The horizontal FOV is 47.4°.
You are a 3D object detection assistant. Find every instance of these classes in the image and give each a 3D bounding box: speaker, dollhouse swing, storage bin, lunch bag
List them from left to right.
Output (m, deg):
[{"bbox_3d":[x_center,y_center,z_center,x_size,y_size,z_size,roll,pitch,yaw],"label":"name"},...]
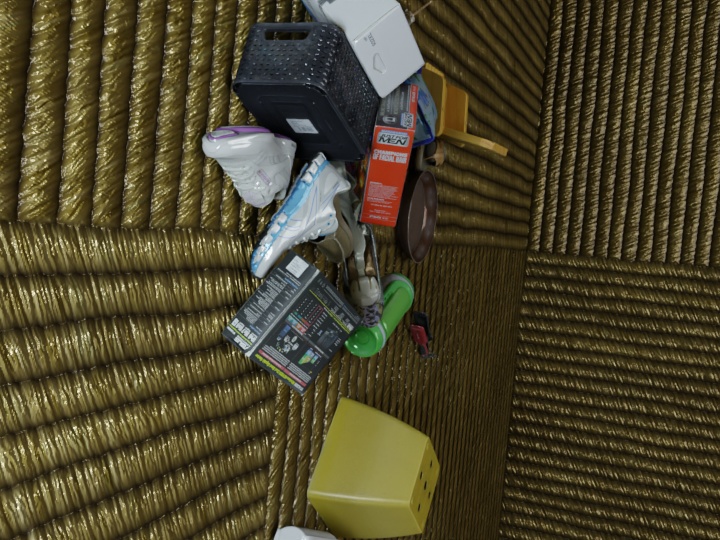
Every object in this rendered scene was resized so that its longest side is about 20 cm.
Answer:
[{"bbox_3d":[-0.070,-0.237,1.118,0.200,0.134,0.094,51,49,-61],"label":"storage bin"},{"bbox_3d":[0.035,0.080,1.541,0.200,0.088,0.089,-50,140,-55],"label":"speaker"},{"bbox_3d":[0.050,-0.311,1.390,0.201,0.127,0.170,61,16,-17],"label":"lunch bag"},{"bbox_3d":[0.225,-0.347,1.776,0.200,0.175,0.183,-1,95,-66],"label":"dollhouse swing"}]

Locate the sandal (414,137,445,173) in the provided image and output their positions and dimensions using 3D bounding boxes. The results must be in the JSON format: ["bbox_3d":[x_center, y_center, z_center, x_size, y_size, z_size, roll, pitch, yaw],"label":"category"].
[{"bbox_3d":[0.164,-0.258,1.813,0.200,0.054,0.081,-23,117,-66],"label":"sandal"}]

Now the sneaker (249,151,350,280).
[{"bbox_3d":[-0.079,-0.064,1.143,0.201,0.086,0.075,-57,-165,-12],"label":"sneaker"}]

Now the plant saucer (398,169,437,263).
[{"bbox_3d":[0.122,-0.117,1.770,0.200,0.034,0.202,7,90,-69],"label":"plant saucer"}]

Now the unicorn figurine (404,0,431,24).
[{"bbox_3d":[0.065,-0.401,1.521,0.137,0.073,0.201,-62,166,-66],"label":"unicorn figurine"}]

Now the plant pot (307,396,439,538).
[{"bbox_3d":[0.038,0.378,1.505,0.201,0.175,0.201,70,34,-49],"label":"plant pot"}]

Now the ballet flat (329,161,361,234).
[{"bbox_3d":[-0.028,-0.111,1.319,0.064,0.067,0.200,-39,150,-13],"label":"ballet flat"}]

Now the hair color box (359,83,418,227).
[{"bbox_3d":[0.043,-0.178,1.274,0.201,0.063,0.111,98,-1,-50],"label":"hair color box"}]

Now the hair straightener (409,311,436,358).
[{"bbox_3d":[0.156,0.145,1.919,0.200,0.041,0.077,62,40,-54],"label":"hair straightener"}]

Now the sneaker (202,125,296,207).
[{"bbox_3d":[-0.136,-0.133,1.061,0.200,0.074,0.100,-2,97,-68],"label":"sneaker"}]

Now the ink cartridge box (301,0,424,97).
[{"bbox_3d":[-0.011,-0.362,1.148,0.084,0.200,0.145,-38,154,3],"label":"ink cartridge box"}]

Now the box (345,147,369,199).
[{"bbox_3d":[-0.032,-0.207,1.352,0.200,0.039,0.138,62,39,-55],"label":"box"}]

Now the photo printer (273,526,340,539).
[{"bbox_3d":[-0.093,0.513,1.354,0.200,0.069,0.168,47,52,-63],"label":"photo printer"}]

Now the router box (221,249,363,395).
[{"bbox_3d":[-0.091,0.079,1.172,0.150,0.062,0.200,-51,151,-7],"label":"router box"}]

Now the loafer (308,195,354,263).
[{"bbox_3d":[-0.064,-0.068,1.273,0.068,0.076,0.200,-50,151,-19],"label":"loafer"}]

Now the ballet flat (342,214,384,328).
[{"bbox_3d":[0.000,0.000,1.413,0.072,0.072,0.202,-2,83,-68],"label":"ballet flat"}]
